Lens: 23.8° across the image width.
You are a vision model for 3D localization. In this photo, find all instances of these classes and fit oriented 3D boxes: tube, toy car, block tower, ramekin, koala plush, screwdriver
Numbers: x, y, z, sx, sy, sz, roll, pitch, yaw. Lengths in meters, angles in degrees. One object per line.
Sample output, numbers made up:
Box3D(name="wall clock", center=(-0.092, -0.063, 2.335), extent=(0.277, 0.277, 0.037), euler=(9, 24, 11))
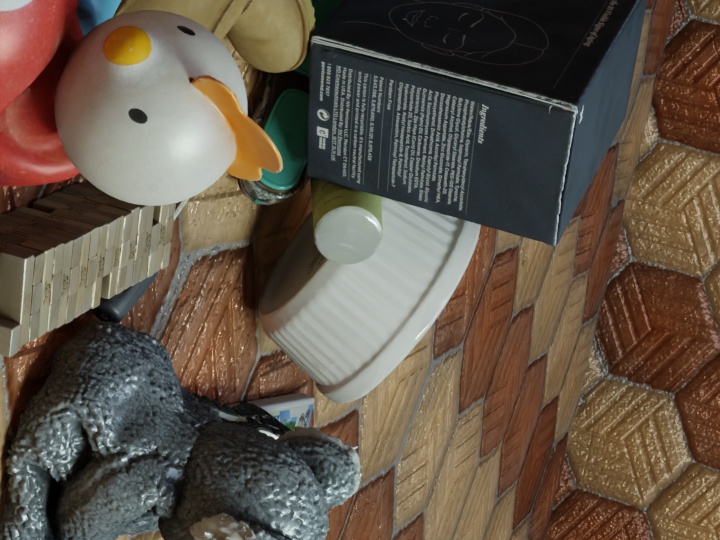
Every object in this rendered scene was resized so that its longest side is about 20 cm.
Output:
Box3D(name="tube", center=(-0.014, -0.080, 1.312), extent=(0.200, 0.058, 0.052), euler=(-92, -167, -56))
Box3D(name="toy car", center=(-0.128, -0.096, 0.828), extent=(0.177, 0.199, 0.185), euler=(76, 33, -58))
Box3D(name="block tower", center=(-0.174, -0.011, 1.008), extent=(0.200, 0.054, 0.058), euler=(-39, 141, -63))
Box3D(name="ramekin", center=(0.000, 0.000, 1.379), extent=(0.203, 0.094, 0.203), euler=(-49, -166, 17))
Box3D(name="koala plush", center=(-0.109, 0.140, 1.097), extent=(0.177, 0.199, 0.185), euler=(-41, 143, -60))
Box3D(name="screwdriver", center=(-0.125, -0.037, 1.172), extent=(0.200, 0.029, 0.028), euler=(-55, 155, -36))

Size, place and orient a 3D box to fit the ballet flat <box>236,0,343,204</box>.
Box3D(name="ballet flat", center=(-0.046, -0.136, 1.311), extent=(0.072, 0.072, 0.201), euler=(72, 37, -61))

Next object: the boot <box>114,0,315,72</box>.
Box3D(name="boot", center=(-0.108, -0.143, 1.098), extent=(0.200, 0.066, 0.176), euler=(-61, 149, -36))

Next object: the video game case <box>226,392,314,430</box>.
Box3D(name="video game case", center=(-0.102, 0.201, 1.482), extent=(0.200, 0.022, 0.183), euler=(3, 102, -72))

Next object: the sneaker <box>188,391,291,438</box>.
Box3D(name="sneaker", center=(-0.100, 0.155, 1.346), extent=(0.200, 0.078, 0.089), euler=(22, 99, -54))

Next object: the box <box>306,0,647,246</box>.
Box3D(name="box", center=(0.087, -0.141, 1.254), extent=(0.200, 0.196, 0.124), euler=(-55, 155, -48))
